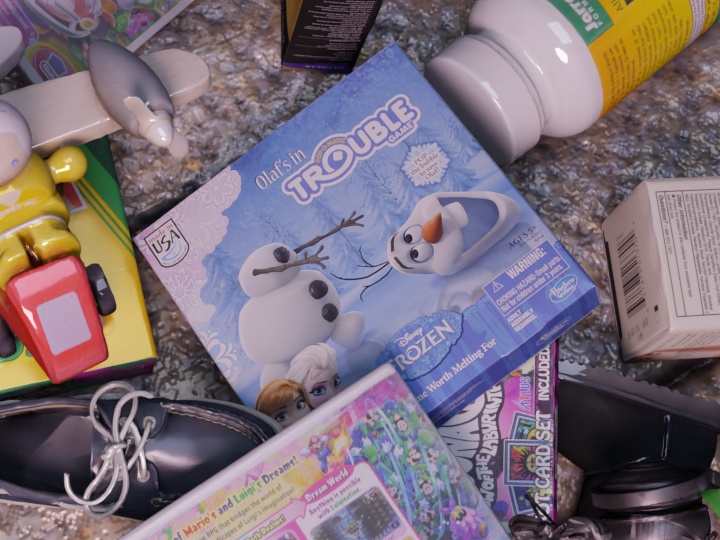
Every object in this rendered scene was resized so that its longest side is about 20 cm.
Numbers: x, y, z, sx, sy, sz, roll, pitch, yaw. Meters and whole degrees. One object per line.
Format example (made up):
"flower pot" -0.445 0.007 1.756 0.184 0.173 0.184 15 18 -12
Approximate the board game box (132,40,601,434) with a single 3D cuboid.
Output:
"board game box" 0.000 0.000 0.790 0.200 0.043 0.199 -37 67 0

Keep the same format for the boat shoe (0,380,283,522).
"boat shoe" -0.140 0.099 0.747 0.199 0.062 0.075 4 78 14

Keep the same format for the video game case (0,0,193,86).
"video game case" -0.161 -0.216 0.854 0.200 0.018 0.143 -45 120 -19

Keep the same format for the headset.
"headset" 0.165 0.161 0.738 0.199 0.094 0.124 21 70 -30

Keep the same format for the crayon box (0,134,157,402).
"crayon box" -0.236 -0.006 0.796 0.199 0.058 0.173 -12 76 -14

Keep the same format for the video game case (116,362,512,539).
"video game case" -0.015 0.174 0.689 0.200 0.024 0.182 -32 81 -18

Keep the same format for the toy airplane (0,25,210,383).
"toy airplane" -0.197 -0.063 0.715 0.198 0.141 0.201 22 72 -5

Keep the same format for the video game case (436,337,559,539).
"video game case" 0.026 0.102 0.794 0.180 0.036 0.201 0 73 13

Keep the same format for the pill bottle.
"pill bottle" 0.141 -0.158 0.884 0.200 0.113 0.113 -38 84 -18

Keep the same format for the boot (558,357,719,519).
"boot" 0.133 0.162 0.819 0.164 0.066 0.201 14 76 -5

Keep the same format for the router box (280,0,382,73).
"router box" -0.017 -0.249 0.857 0.052 0.157 0.201 2 73 -10

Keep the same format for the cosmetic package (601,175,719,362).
"cosmetic package" 0.268 -0.003 0.876 0.199 0.087 0.104 -2 73 -10
